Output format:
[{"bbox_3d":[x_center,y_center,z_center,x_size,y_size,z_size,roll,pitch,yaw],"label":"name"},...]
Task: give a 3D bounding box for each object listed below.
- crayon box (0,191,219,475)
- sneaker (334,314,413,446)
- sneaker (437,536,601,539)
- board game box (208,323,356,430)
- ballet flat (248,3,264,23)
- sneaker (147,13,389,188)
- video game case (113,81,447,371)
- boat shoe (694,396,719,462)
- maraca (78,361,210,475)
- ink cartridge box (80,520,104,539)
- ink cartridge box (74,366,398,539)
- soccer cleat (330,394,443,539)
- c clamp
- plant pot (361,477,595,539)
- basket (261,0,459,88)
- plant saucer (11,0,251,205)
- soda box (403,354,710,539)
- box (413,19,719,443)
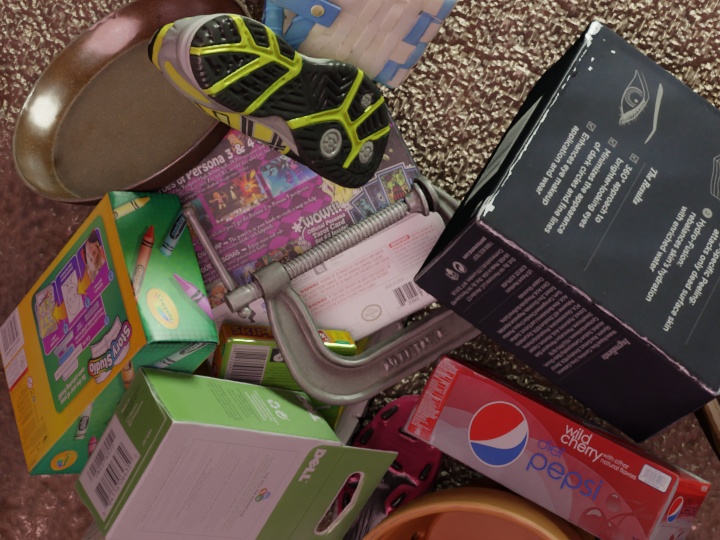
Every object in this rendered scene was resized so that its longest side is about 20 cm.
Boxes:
[{"bbox_3d":[-0.180,0.047,1.367,0.200,0.058,0.119,-44,54,44],"label":"crayon box"},{"bbox_3d":[-0.026,0.070,1.472,0.090,0.078,0.200,24,94,1],"label":"sneaker"},{"bbox_3d":[0.115,0.218,1.486,0.200,0.078,0.112,-38,98,14],"label":"sneaker"},{"bbox_3d":[-0.072,0.129,1.408,0.096,0.030,0.200,4,118,-20],"label":"board game box"},{"bbox_3d":[-0.109,-0.107,1.439,0.071,0.065,0.200,34,104,4],"label":"ballet flat"},{"bbox_3d":[-0.056,-0.118,1.300,0.200,0.076,0.075,34,79,-44],"label":"sneaker"},{"bbox_3d":[-0.046,-0.027,1.403,0.200,0.036,0.181,-28,96,0],"label":"video game case"},{"bbox_3d":[0.285,0.107,1.447,0.065,0.073,0.200,-28,103,1],"label":"boat shoe"},{"bbox_3d":[-0.137,0.098,1.470,0.200,0.107,0.137,-40,79,15],"label":"maraca"},{"bbox_3d":[-0.153,0.263,1.466,0.047,0.200,0.160,-40,96,17],"label":"ink cartridge box"},{"bbox_3d":[-0.083,0.135,1.346,0.200,0.059,0.104,12,118,-40],"label":"ink cartridge box"},{"bbox_3d":[0.010,0.190,1.503,0.070,0.086,0.200,21,82,8],"label":"soccer cleat"},{"bbox_3d":[0.000,0.000,1.356,0.200,0.027,0.171,-23,96,-18],"label":"c clamp"},{"bbox_3d":[0.092,0.233,1.390,0.200,0.140,0.200,5,107,16],"label":"plant pot"},{"bbox_3d":[-0.037,-0.219,1.339,0.200,0.176,0.139,29,123,-17],"label":"basket"},{"bbox_3d":[-0.156,-0.119,1.396,0.200,0.200,0.034,-24,134,12],"label":"plant saucer"},{"bbox_3d":[0.134,0.128,1.349,0.200,0.070,0.063,27,95,30],"label":"soda box"},{"bbox_3d":[0.176,-0.025,1.344,0.200,0.197,0.117,36,149,-4],"label":"box"}]
